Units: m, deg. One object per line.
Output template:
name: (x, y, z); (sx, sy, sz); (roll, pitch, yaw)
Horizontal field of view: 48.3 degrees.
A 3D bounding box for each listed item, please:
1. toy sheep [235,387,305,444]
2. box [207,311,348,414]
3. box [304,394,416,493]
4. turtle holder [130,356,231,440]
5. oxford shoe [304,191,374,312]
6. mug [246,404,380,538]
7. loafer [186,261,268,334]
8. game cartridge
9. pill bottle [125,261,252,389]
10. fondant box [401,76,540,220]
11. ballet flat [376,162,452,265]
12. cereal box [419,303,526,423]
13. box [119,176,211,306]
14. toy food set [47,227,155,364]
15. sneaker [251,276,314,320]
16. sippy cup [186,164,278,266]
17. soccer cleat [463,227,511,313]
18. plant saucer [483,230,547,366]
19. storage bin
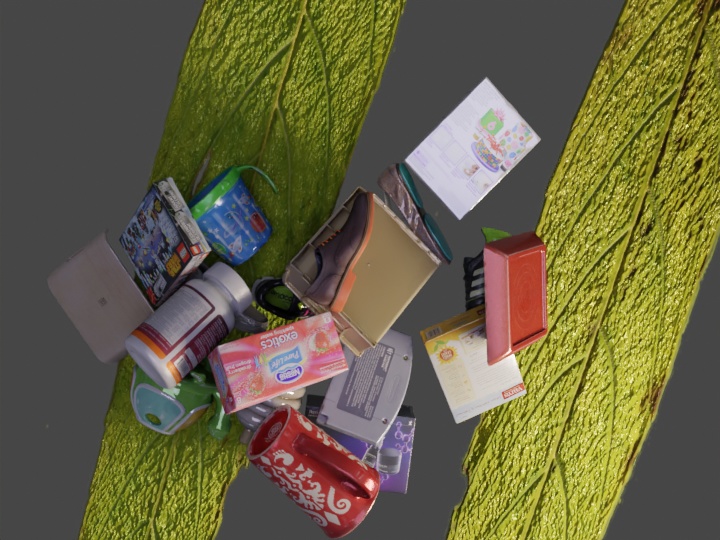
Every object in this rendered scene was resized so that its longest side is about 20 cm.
toy sheep: (-0.160, 0.211, 1.398); (0.136, 0.138, 0.203); (21, 96, -4)
box: (-0.133, 0.148, 1.291); (0.197, 0.095, 0.104); (-15, 81, -24)
box: (-0.008, 0.310, 1.444); (0.196, 0.079, 0.144); (6, 94, -2)
turtle holder: (-0.311, 0.213, 1.397); (0.183, 0.141, 0.134); (24, 96, -26)
oxford shoe: (-0.030, -0.040, 1.269); (0.071, 0.071, 0.203); (21, 72, -8)
mug: (-0.066, 0.312, 1.311); (0.177, 0.134, 0.200); (-37, 109, 27)
loafer: (-0.242, 0.040, 1.406); (0.198, 0.070, 0.070); (34, 104, -5)
game cartridge: (0.016, 0.194, 1.404); (0.131, 0.041, 0.203); (19, 68, 6)
pill bottle: (-0.273, 0.086, 1.300); (0.110, 0.109, 0.200); (48, 65, -7)
fondant box: (0.190, -0.210, 1.394); (0.200, 0.058, 0.144); (-44, 96, 5)
ballet flat: (0.091, -0.090, 1.410); (0.067, 0.068, 0.202); (-28, 92, 21)
cereal box: (0.201, 0.164, 1.413); (0.142, 0.040, 0.202); (-22, 122, 1)
box: (-0.327, -0.043, 1.329); (0.040, 0.200, 0.138); (-25, 80, -40)
toy food set: (-0.441, 0.048, 1.414); (0.142, 0.060, 0.202); (-32, 96, 14)
sneaker: (-0.096, 0.056, 1.403); (0.196, 0.087, 0.075); (11, 97, -3)
sippy cup: (-0.223, -0.085, 1.368); (0.176, 0.140, 0.131); (-31, 109, 29)
soccer cleat: (0.211, 0.023, 1.426); (0.080, 0.067, 0.203); (23, 95, 13)
plant saucer: (0.271, 0.044, 1.366); (0.036, 0.198, 0.204); (2, 99, 36)
storage bin: (0.000, 0.000, 1.358); (0.198, 0.094, 0.200); (44, 69, -6)
